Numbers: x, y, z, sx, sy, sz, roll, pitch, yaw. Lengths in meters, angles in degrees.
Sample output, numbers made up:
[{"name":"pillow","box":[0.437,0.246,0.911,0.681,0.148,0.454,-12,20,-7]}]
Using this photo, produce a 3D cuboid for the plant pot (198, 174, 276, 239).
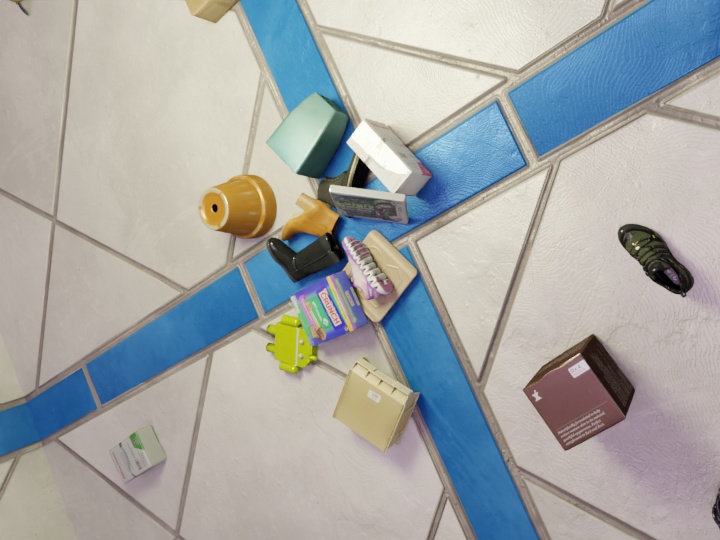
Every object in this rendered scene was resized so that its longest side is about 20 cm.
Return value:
[{"name":"plant pot","box":[-0.392,-0.193,1.877,0.197,0.182,0.204,5,100,29]}]

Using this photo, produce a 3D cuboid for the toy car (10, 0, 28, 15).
[{"name":"toy car","box":[-1.320,-1.097,2.343,0.164,0.157,0.201,46,145,20]}]

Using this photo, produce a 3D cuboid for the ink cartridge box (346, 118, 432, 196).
[{"name":"ink cartridge box","box":[0.078,-0.296,1.607,0.083,0.146,0.201,-47,73,24]}]

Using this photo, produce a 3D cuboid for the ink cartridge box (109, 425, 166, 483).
[{"name":"ink cartridge box","box":[-0.862,0.710,2.347,0.199,0.083,0.148,-34,81,29]}]

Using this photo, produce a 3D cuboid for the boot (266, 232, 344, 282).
[{"name":"boot","box":[-0.164,-0.062,1.804,0.198,0.066,0.165,-23,116,38]}]

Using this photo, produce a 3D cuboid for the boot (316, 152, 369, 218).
[{"name":"boot","box":[-0.058,-0.268,1.737,0.137,0.077,0.203,27,109,29]}]

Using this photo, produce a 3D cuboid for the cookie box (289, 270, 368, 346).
[{"name":"cookie box","box":[-0.096,0.113,1.785,0.199,0.075,0.173,-26,88,43]}]

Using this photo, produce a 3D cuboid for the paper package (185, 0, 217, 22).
[{"name":"paper package","box":[-0.452,-0.899,1.855,0.198,0.103,0.193,-29,81,31]}]

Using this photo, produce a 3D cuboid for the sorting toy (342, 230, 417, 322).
[{"name":"sorting toy","box":[0.046,0.017,1.742,0.185,0.036,0.201,45,112,17]}]

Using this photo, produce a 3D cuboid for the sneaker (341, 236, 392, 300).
[{"name":"sneaker","box":[0.000,0.000,1.704,0.088,0.080,0.202,-41,77,32]}]

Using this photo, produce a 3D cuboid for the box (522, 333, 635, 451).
[{"name":"box","box":[0.509,0.277,1.409,0.166,0.199,0.165,-40,78,29]}]

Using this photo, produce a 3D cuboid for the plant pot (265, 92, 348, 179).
[{"name":"plant pot","box":[-0.136,-0.389,1.728,0.141,0.141,0.201,45,109,17]}]

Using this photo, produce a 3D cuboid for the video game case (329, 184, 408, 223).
[{"name":"video game case","box":[0.027,-0.172,1.610,0.196,0.182,0.024,9,77,9]}]

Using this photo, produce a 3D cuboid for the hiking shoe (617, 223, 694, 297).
[{"name":"hiking shoe","box":[0.649,-0.028,1.338,0.200,0.100,0.076,47,116,16]}]

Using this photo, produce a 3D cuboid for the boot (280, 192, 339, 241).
[{"name":"boot","box":[-0.149,-0.124,1.816,0.143,0.071,0.202,35,132,2]}]

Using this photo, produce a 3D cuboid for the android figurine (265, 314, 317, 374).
[{"name":"android figurine","box":[-0.215,0.234,1.922,0.197,0.041,0.185,13,103,30]}]

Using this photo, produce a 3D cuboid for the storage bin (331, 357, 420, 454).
[{"name":"storage bin","box":[0.044,0.384,1.761,0.198,0.093,0.201,29,110,24]}]

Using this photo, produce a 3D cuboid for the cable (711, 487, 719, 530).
[{"name":"cable","box":[0.873,0.545,1.321,0.200,0.051,0.164,47,117,17]}]
